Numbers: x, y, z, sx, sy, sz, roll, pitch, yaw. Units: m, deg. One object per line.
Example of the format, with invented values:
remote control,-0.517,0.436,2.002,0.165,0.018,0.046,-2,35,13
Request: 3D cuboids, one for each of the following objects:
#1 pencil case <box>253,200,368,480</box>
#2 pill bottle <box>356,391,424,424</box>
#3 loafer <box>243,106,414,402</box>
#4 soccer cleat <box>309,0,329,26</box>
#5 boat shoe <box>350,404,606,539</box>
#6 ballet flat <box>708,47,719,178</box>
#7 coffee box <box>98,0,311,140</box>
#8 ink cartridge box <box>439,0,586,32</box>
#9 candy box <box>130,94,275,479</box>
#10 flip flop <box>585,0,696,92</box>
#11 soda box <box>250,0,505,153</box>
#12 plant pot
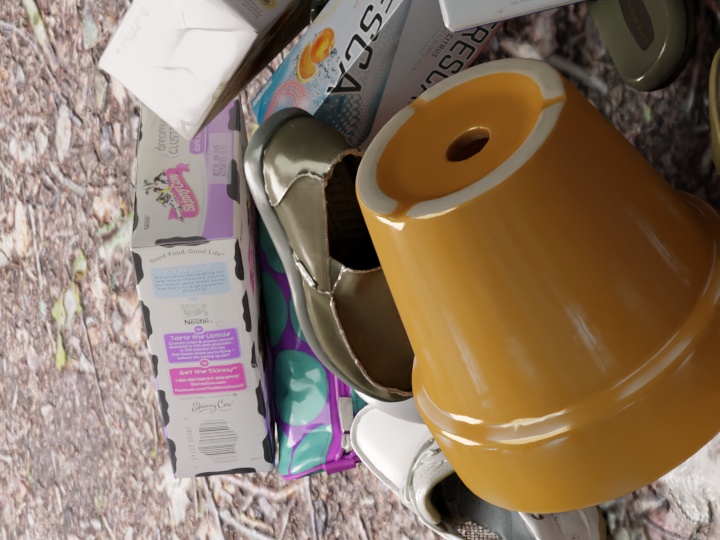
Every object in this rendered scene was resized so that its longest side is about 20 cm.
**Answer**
pencil case,-0.022,0.034,1.761,0.092,0.085,0.201,-168,72,-74
pill bottle,0.056,-0.010,1.615,0.113,0.113,0.201,48,133,39
loafer,0.000,0.000,1.505,0.070,0.075,0.200,18,146,49
soccer cleat,0.022,-0.223,1.585,0.070,0.086,0.200,27,121,2
boat shoe,0.059,0.130,1.647,0.200,0.069,0.071,26,106,38
ballet flat,0.223,-0.025,1.411,0.063,0.068,0.201,-49,57,54
coffee box,-0.064,-0.187,1.672,0.080,0.200,0.114,40,137,1
ink cartridge box,0.119,-0.245,1.411,0.043,0.196,0.201,-27,-75,-82
candy box,-0.102,0.008,1.768,0.168,0.071,0.201,-92,-5,-51
flip flop,0.127,-0.183,1.519,0.081,0.057,0.200,-59,42,43
soda box,0.025,-0.138,1.516,0.200,0.068,0.064,-51,36,22
plant pot,0.094,-0.005,1.423,0.200,0.200,0.183,19,150,53
